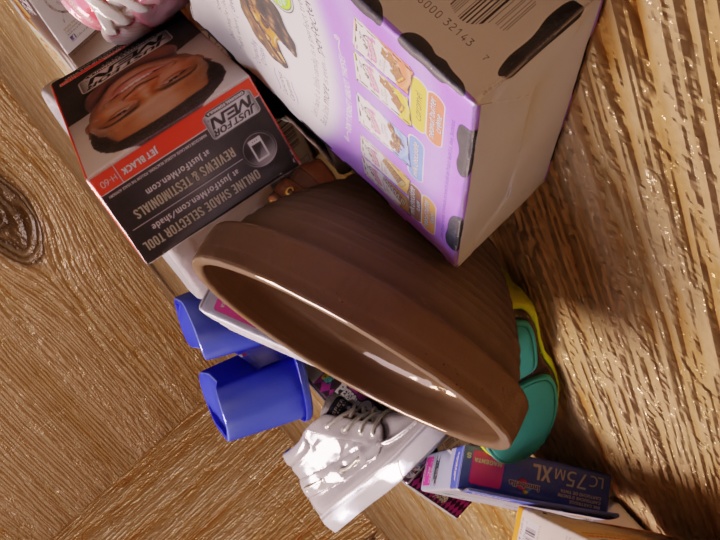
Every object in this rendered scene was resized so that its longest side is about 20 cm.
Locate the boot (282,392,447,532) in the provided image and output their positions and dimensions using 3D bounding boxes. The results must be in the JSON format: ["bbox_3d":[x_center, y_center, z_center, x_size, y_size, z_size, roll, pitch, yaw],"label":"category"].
[{"bbox_3d":[0.004,0.143,0.939,0.096,0.073,0.200,50,125,8],"label":"boot"}]

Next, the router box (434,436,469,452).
[{"bbox_3d":[0.032,0.081,1.016,0.149,0.051,0.200,43,166,33],"label":"router box"}]

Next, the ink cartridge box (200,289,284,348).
[{"bbox_3d":[-0.013,0.060,0.809,0.199,0.042,0.119,25,173,6],"label":"ink cartridge box"}]

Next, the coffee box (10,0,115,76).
[{"bbox_3d":[-0.268,-0.247,0.999,0.114,0.080,0.201,37,163,42],"label":"coffee box"}]

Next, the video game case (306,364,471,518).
[{"bbox_3d":[0.024,0.162,1.097,0.181,0.036,0.200,43,177,28],"label":"video game case"}]

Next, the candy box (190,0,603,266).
[{"bbox_3d":[-0.001,-0.118,0.483,0.200,0.071,0.168,45,167,15],"label":"candy box"}]

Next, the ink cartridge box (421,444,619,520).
[{"bbox_3d":[0.123,0.171,0.871,0.118,0.042,0.200,12,170,-3],"label":"ink cartridge box"}]

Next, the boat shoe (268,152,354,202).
[{"bbox_3d":[0.000,-0.001,0.749,0.201,0.067,0.072,57,170,34],"label":"boat shoe"}]

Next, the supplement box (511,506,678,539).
[{"bbox_3d":[0.189,0.215,0.702,0.125,0.074,0.200,14,176,-15],"label":"supplement box"}]

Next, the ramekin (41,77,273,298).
[{"bbox_3d":[-0.148,-0.084,0.840,0.203,0.094,0.202,50,170,11],"label":"ramekin"}]

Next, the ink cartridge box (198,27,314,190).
[{"bbox_3d":[-0.109,-0.137,0.886,0.200,0.047,0.160,47,170,36],"label":"ink cartridge box"}]

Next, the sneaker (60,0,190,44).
[{"bbox_3d":[-0.122,-0.182,0.638,0.076,0.104,0.200,54,166,-17],"label":"sneaker"}]

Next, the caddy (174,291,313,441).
[{"bbox_3d":[-0.096,0.070,0.974,0.200,0.104,0.143,-173,64,-75],"label":"caddy"}]

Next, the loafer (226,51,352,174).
[{"bbox_3d":[-0.043,-0.115,0.653,0.200,0.063,0.072,35,162,47],"label":"loafer"}]

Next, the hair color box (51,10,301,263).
[{"bbox_3d":[-0.116,-0.088,0.639,0.061,0.101,0.200,60,174,-31],"label":"hair color box"}]

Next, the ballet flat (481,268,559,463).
[{"bbox_3d":[0.095,0.060,0.738,0.201,0.066,0.067,71,176,-54],"label":"ballet flat"}]

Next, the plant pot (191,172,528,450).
[{"bbox_3d":[0.014,0.010,0.602,0.200,0.093,0.201,28,168,7],"label":"plant pot"}]

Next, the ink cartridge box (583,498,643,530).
[{"bbox_3d":[0.232,0.292,0.883,0.200,0.083,0.147,47,167,11],"label":"ink cartridge box"}]
